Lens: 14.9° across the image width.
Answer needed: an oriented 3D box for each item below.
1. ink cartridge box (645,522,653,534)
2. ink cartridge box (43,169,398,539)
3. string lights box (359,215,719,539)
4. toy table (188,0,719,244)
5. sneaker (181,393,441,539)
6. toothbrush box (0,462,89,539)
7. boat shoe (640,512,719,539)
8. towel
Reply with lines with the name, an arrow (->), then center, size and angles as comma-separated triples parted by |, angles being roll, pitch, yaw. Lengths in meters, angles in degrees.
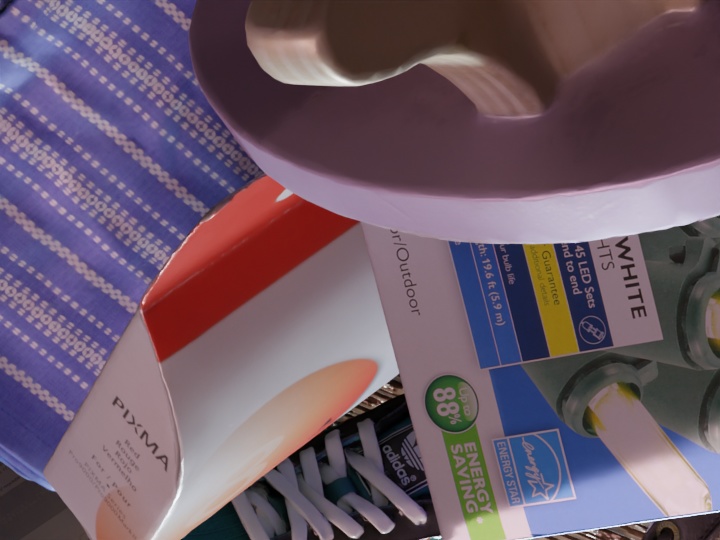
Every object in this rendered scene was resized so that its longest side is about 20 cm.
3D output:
ink cartridge box -> 0.186, 0.148, 1.033 | 0.115, 0.068, 0.200 | 10, 149, 29
ink cartridge box -> 0.000, 0.000, 0.801 | 0.050, 0.162, 0.200 | 51, 150, 6
string lights box -> 0.107, 0.001, 0.681 | 0.199, 0.059, 0.104 | -11, 99, 28
toy table -> 0.030, -0.089, 0.626 | 0.199, 0.185, 0.117 | -7, 142, 23
sneaker -> -0.003, 0.081, 0.996 | 0.080, 0.199, 0.072 | -51, 59, 41
toothbrush box -> -0.083, 0.127, 1.120 | 0.086, 0.145, 0.200 | 49, 168, 35
boat shoe -> 0.121, 0.051, 0.800 | 0.066, 0.202, 0.072 | 31, -174, 18
towel -> -0.081, -0.025, 0.875 | 0.200, 0.024, 0.145 | -41, 118, 16
